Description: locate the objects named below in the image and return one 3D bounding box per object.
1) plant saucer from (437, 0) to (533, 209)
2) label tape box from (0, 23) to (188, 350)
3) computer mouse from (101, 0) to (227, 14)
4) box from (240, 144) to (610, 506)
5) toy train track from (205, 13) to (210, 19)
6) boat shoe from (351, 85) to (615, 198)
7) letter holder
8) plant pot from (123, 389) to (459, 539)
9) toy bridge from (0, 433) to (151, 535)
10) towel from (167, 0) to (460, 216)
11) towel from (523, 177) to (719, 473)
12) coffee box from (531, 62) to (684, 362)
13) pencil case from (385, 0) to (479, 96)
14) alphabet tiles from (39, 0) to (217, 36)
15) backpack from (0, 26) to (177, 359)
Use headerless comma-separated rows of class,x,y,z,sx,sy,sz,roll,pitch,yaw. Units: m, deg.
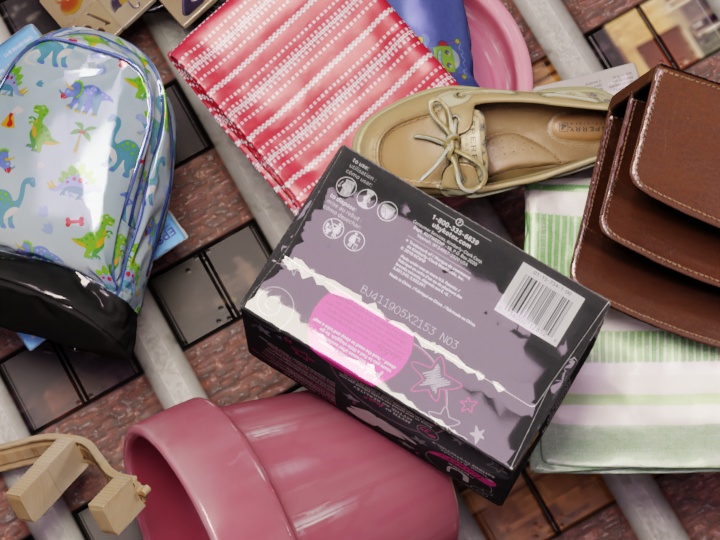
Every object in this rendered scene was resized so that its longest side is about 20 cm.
plant saucer,0.027,-0.128,1.721,0.199,0.051,0.202,-1,75,4
label tape box,-0.235,-0.056,1.710,0.143,0.066,0.200,-36,79,-6
computer mouse,-0.113,-0.274,1.742,0.137,0.053,0.202,3,74,19
box,0.040,0.036,1.500,0.199,0.115,0.133,31,75,8
toy train track,-0.134,-0.251,1.774,0.198,0.033,0.116,12,75,8
boat shoe,0.092,-0.089,1.551,0.198,0.063,0.074,-12,98,-17
letter holder,0.249,-0.026,1.499,0.199,0.101,0.143,17,79,-9
plant pot,-0.039,0.163,1.580,0.178,0.200,0.201,-21,73,-19
toy bridge,-0.214,0.142,1.618,0.199,0.027,0.067,3,38,41
towel,-0.022,-0.122,1.611,0.144,0.022,0.200,-40,76,-1
towel,0.182,0.034,1.563,0.151,0.023,0.202,-2,75,5
coffee box,0.181,-0.027,1.650,0.079,0.113,0.201,-14,73,0
pencil case,0.033,-0.198,1.673,0.077,0.087,0.202,-5,74,-20
alphabet tiles,-0.151,-0.252,1.714,0.200,0.008,0.167,-42,66,2
backpack,-0.201,-0.065,1.618,0.162,0.154,0.201,18,64,13
